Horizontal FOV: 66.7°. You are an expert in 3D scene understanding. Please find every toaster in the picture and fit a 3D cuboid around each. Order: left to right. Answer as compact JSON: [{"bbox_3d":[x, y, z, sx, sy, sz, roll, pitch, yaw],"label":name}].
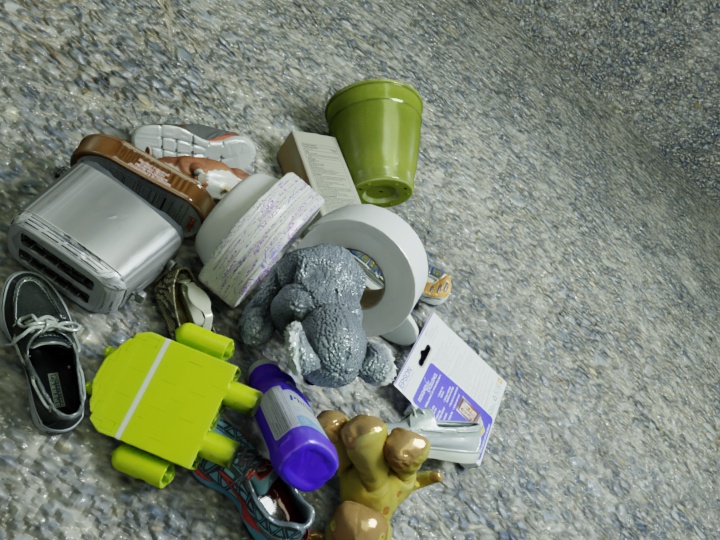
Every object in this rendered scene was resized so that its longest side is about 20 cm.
[{"bbox_3d":[-0.336,-0.043,0.684,0.200,0.114,0.129,39,46,-10],"label":"toaster"}]

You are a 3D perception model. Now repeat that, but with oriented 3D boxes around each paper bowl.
[{"bbox_3d":[-0.150,-0.055,0.767,0.104,0.201,0.201,40,43,-4],"label":"paper bowl"}]

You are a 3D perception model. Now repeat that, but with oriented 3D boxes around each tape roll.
[{"bbox_3d":[0.000,0.000,0.851,0.202,0.202,0.071,45,35,-3],"label":"tape roll"}]

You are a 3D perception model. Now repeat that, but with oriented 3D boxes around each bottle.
[{"bbox_3d":[-0.095,0.180,0.681,0.084,0.065,0.200,52,-5,-33],"label":"bottle"}]

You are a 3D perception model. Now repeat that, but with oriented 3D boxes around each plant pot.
[{"bbox_3d":[0.034,-0.234,1.078,0.200,0.200,0.193,10,66,-34],"label":"plant pot"}]

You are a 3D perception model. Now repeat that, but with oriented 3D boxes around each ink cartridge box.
[{"bbox_3d":[0.153,0.201,0.948,0.200,0.043,0.198,45,43,-6],"label":"ink cartridge box"}]

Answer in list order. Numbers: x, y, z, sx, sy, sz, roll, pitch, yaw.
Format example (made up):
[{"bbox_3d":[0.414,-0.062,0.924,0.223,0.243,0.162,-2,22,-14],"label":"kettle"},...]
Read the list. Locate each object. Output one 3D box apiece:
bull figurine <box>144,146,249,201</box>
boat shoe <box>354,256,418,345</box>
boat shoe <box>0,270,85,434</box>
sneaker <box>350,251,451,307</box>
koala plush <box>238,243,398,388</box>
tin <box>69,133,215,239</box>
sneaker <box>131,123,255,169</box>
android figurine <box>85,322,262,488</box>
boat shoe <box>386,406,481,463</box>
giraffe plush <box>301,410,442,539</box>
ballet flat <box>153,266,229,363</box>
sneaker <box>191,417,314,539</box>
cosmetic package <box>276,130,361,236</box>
[{"bbox_3d":[-0.239,-0.136,0.841,0.200,0.065,0.121,-1,27,-46],"label":"bull figurine"},{"bbox_3d":[0.029,0.043,0.943,0.200,0.071,0.064,45,37,-4],"label":"boat shoe"},{"bbox_3d":[-0.354,0.080,0.611,0.074,0.068,0.200,-3,63,-40],"label":"boat shoe"},{"bbox_3d":[0.066,0.011,1.005,0.200,0.088,0.075,30,66,12],"label":"sneaker"},{"bbox_3d":[-0.050,0.078,0.727,0.177,0.184,0.200,19,21,-25],"label":"koala plush"},{"bbox_3d":[-0.302,-0.111,0.763,0.200,0.112,0.042,29,56,-18],"label":"tin"},{"bbox_3d":[-0.277,-0.206,0.897,0.200,0.077,0.082,1,33,-39],"label":"sneaker"},{"bbox_3d":[-0.222,0.148,0.634,0.200,0.041,0.182,18,69,6],"label":"android figurine"},{"bbox_3d":[0.093,0.241,0.826,0.201,0.070,0.072,14,83,-19],"label":"boat shoe"},{"bbox_3d":[0.003,0.299,0.704,0.200,0.172,0.162,60,42,-40],"label":"giraffe plush"},{"bbox_3d":[-0.213,0.083,0.715,0.068,0.075,0.200,-4,63,-52],"label":"ballet flat"},{"bbox_3d":[-0.127,0.241,0.656,0.200,0.096,0.079,47,43,-1],"label":"sneaker"},{"bbox_3d":[-0.072,-0.152,1.004,0.105,0.071,0.200,0,60,-38],"label":"cosmetic package"}]
